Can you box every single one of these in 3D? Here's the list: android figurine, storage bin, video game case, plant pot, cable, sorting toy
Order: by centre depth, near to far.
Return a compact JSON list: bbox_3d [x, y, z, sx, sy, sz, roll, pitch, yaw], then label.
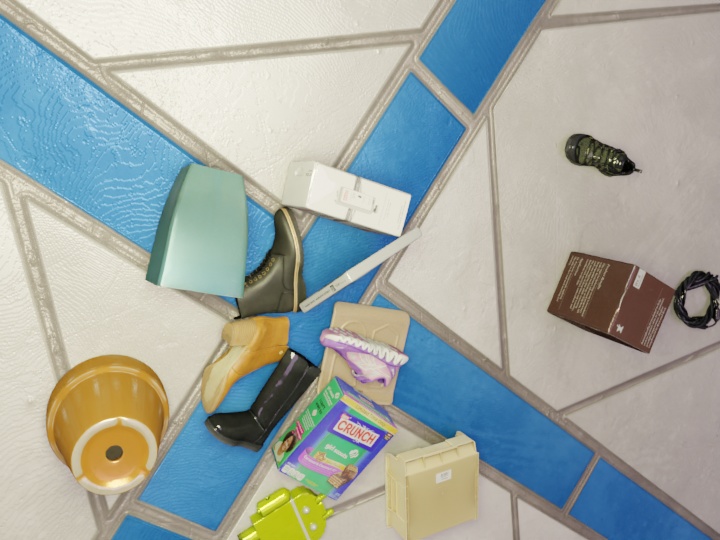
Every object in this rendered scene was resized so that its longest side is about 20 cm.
[{"bbox_3d":[-0.406,0.263,0.996,0.197,0.183,0.204,-6,103,-25],"label":"plant pot"},{"bbox_3d":[-0.266,-0.068,1.027,0.139,0.141,0.204,11,88,-28],"label":"plant pot"},{"bbox_3d":[0.000,0.000,1.121,0.199,0.181,0.024,-33,89,-38],"label":"video game case"},{"bbox_3d":[-0.149,0.533,1.264,0.198,0.041,0.185,-24,110,-19],"label":"android figurine"},{"bbox_3d":[0.005,0.174,1.272,0.182,0.036,0.204,10,92,-28],"label":"sorting toy"},{"bbox_3d":[0.162,0.485,1.380,0.197,0.093,0.202,-8,103,-25],"label":"storage bin"},{"bbox_3d":[0.960,0.082,1.720,0.197,0.051,0.166,12,95,-27],"label":"cable"}]

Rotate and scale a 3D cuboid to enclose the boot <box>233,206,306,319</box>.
[{"bbox_3d":[-0.176,-0.008,1.121,0.136,0.077,0.204,-10,104,-19],"label":"boot"}]

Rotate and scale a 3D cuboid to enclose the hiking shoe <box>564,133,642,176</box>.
[{"bbox_3d":[0.569,-0.271,1.421,0.197,0.100,0.077,12,95,-28],"label":"hiking shoe"}]

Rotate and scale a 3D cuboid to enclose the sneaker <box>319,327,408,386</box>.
[{"bbox_3d":[0.001,0.177,1.210,0.198,0.080,0.090,24,93,-28],"label":"sneaker"}]

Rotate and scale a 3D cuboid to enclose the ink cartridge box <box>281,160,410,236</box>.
[{"bbox_3d":[-0.030,-0.131,1.123,0.197,0.146,0.084,15,91,-27],"label":"ink cartridge box"}]

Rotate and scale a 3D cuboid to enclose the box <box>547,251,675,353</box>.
[{"bbox_3d":[0.591,0.072,1.449,0.163,0.199,0.168,24,91,-29],"label":"box"}]

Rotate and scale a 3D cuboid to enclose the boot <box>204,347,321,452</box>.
[{"bbox_3d":[-0.180,0.235,1.144,0.201,0.065,0.165,-50,147,-1],"label":"boot"}]

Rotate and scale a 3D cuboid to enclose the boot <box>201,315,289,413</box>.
[{"bbox_3d":[-0.210,0.178,1.146,0.143,0.071,0.204,3,117,-45],"label":"boot"}]

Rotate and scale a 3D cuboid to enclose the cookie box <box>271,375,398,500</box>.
[{"bbox_3d":[-0.051,0.340,1.226,0.171,0.075,0.201,39,95,-31],"label":"cookie box"}]
